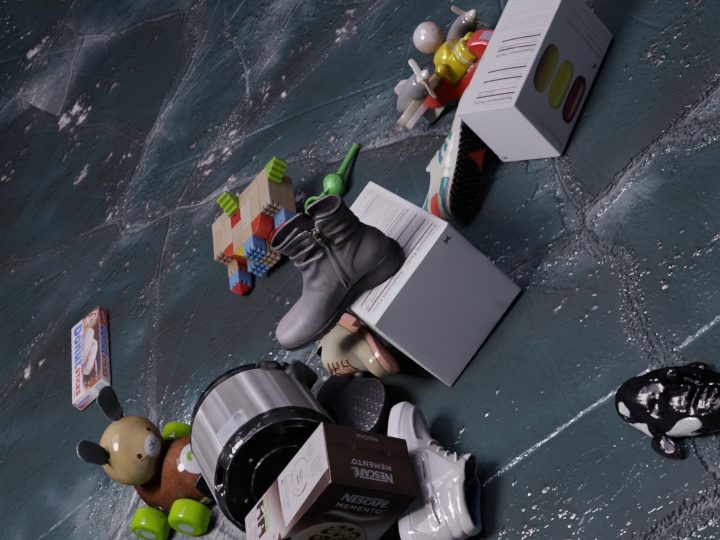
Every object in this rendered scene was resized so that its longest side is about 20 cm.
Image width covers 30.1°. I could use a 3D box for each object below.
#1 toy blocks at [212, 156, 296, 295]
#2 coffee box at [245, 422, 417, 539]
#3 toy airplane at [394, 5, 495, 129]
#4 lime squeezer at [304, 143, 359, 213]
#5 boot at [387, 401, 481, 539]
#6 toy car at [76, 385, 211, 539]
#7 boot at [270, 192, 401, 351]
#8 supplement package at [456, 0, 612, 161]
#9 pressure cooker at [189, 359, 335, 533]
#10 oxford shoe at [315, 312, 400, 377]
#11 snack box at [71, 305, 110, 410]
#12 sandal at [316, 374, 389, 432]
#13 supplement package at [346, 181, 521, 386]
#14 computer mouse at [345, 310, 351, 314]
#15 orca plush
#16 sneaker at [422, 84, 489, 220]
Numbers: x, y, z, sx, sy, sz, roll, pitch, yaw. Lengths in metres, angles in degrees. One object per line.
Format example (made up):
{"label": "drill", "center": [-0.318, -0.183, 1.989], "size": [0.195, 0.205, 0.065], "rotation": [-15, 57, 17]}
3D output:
{"label": "toy blocks", "center": [-0.162, -0.056, 2.054], "size": [0.200, 0.099, 0.138], "rotation": [-43, 40, 32]}
{"label": "coffee box", "center": [-0.036, 0.266, 1.494], "size": [0.201, 0.112, 0.080], "rotation": [-54, 33, 38]}
{"label": "toy airplane", "center": [0.116, -0.291, 1.912], "size": [0.198, 0.142, 0.200], "rotation": [-37, 19, 4]}
{"label": "lime squeezer", "center": [-0.062, -0.115, 2.049], "size": [0.201, 0.038, 0.071], "rotation": [-53, 32, -3]}
{"label": "boot", "center": [0.090, 0.223, 1.504], "size": [0.095, 0.073, 0.202], "rotation": [-26, 47, 22]}
{"label": "toy car", "center": [-0.289, 0.244, 1.806], "size": [0.157, 0.200, 0.166], "rotation": [-18, 44, 39]}
{"label": "boot", "center": [-0.061, -0.002, 1.567], "size": [0.200, 0.131, 0.070], "rotation": [-44, 36, 17]}
{"label": "supplement package", "center": [0.231, -0.259, 1.771], "size": [0.109, 0.114, 0.202], "rotation": [-1, 57, 50]}
{"label": "pressure cooker", "center": [-0.118, 0.210, 1.649], "size": [0.174, 0.181, 0.200], "rotation": [-11, 23, -19]}
{"label": "oxford shoe", "center": [-0.005, 0.112, 1.689], "size": [0.074, 0.071, 0.200], "rotation": [-41, 13, -6]}
{"label": "snack box", "center": [-0.459, 0.146, 2.273], "size": [0.072, 0.024, 0.201], "rotation": [-40, 34, 17]}
{"label": "sandal", "center": [-0.001, 0.171, 1.690], "size": [0.075, 0.045, 0.200], "rotation": [-48, 18, -7]}
{"label": "supplement package", "center": [0.061, 0.013, 1.662], "size": [0.151, 0.151, 0.200], "rotation": [-53, 33, -3]}
{"label": "computer mouse", "center": [0.000, 0.000, 1.852], "size": [0.138, 0.053, 0.201], "rotation": [-11, 38, 43]}
{"label": "orca plush", "center": [0.319, 0.129, 1.309], "size": [0.106, 0.071, 0.199], "rotation": [-54, 33, -7]}
{"label": "sneaker", "center": [0.128, -0.163, 1.816], "size": [0.093, 0.070, 0.202], "rotation": [-3, 71, 52]}
